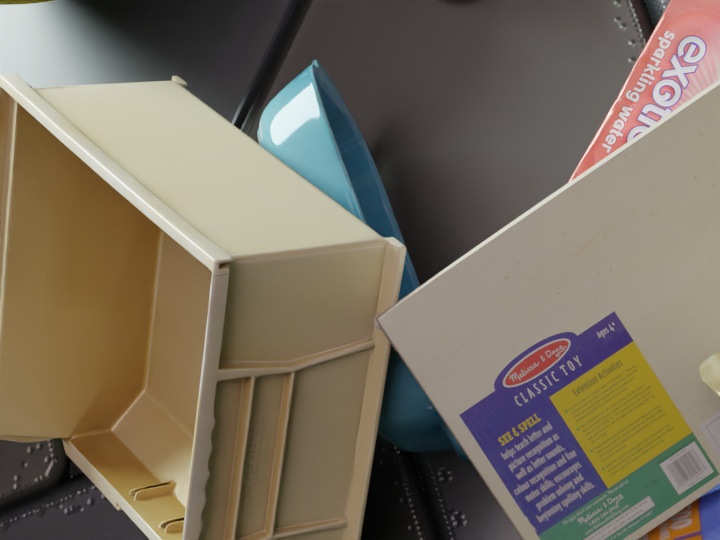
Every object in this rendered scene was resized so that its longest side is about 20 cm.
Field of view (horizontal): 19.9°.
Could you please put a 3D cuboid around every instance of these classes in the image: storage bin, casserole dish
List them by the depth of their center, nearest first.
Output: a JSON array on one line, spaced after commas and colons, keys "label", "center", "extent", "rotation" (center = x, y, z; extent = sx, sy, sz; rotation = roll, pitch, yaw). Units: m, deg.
[{"label": "storage bin", "center": [-0.084, 0.039, 0.905], "extent": [0.200, 0.093, 0.199], "rotation": [37, 126, 47]}, {"label": "casserole dish", "center": [0.000, 0.000, 0.934], "extent": [0.039, 0.121, 0.201], "rotation": [-22, 71, 7]}]

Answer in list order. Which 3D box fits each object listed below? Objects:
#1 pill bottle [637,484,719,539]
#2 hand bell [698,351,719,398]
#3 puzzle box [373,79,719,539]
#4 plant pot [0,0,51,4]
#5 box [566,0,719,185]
[{"label": "pill bottle", "center": [0.216, 0.121, 0.825], "extent": [0.199, 0.112, 0.113], "rotation": [-20, 71, 17]}, {"label": "hand bell", "center": [0.213, -0.025, 0.735], "extent": [0.104, 0.104, 0.201], "rotation": [33, 105, 25]}, {"label": "puzzle box", "center": [0.122, 0.017, 0.818], "extent": [0.200, 0.025, 0.133], "rotation": [-34, 93, -1]}, {"label": "plant pot", "center": [-0.169, -0.217, 1.045], "extent": [0.199, 0.142, 0.201], "rotation": [-5, 77, 21]}, {"label": "box", "center": [0.166, -0.047, 0.894], "extent": [0.102, 0.095, 0.201], "rotation": [30, 90, 23]}]
